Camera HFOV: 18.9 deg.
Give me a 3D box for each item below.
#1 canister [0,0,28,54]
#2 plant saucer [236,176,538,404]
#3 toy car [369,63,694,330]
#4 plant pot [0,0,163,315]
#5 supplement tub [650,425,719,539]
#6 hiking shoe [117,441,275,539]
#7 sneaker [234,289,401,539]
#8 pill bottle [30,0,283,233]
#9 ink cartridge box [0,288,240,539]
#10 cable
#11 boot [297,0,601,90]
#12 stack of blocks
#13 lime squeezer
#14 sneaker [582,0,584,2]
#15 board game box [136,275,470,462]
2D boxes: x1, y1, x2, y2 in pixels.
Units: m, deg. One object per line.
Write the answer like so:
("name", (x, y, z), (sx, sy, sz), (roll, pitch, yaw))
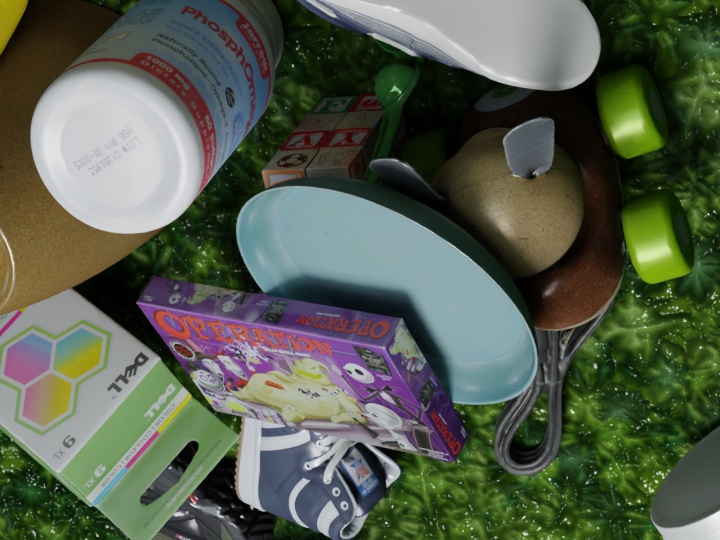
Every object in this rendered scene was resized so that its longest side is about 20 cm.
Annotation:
("canister", (-0.329, -0.161, 1.403), (0.198, 0.149, 0.087), (0, 138, 29))
("plant saucer", (0.019, 0.008, 1.279), (0.199, 0.028, 0.201), (24, 151, 14))
("toy car", (0.086, -0.055, 1.278), (0.163, 0.200, 0.159), (-17, 72, 20))
("plant pot", (-0.226, -0.055, 1.411), (0.185, 0.200, 0.188), (9, 121, 16))
("supplement tub", (0.294, 0.197, 1.395), (0.144, 0.145, 0.200), (-33, 103, 31))
("hiking shoe", (-0.159, 0.151, 1.572), (0.100, 0.076, 0.200), (-37, 102, 28))
("sneaker", (-0.028, 0.100, 1.488), (0.108, 0.070, 0.201), (26, 132, 26))
("pill bottle", (-0.117, -0.112, 1.339), (0.108, 0.200, 0.110), (9, 121, 15))
("ink cartridge box", (-0.189, 0.088, 1.479), (0.199, 0.104, 0.059), (35, 167, 34))
("cable", (0.125, 0.048, 1.450), (0.096, 0.051, 0.201), (-6, 129, 4))
("boot", (0.047, -0.158, 1.285), (0.199, 0.090, 0.073), (25, 86, 3))
("stack of blocks", (0.000, 0.000, 1.410), (0.058, 0.115, 0.202), (-1, 117, 20))
("lime squeezer", (0.012, -0.134, 1.344), (0.038, 0.070, 0.202), (-20, 70, 34))
("sneaker", (0.065, -0.219, 1.285), (0.077, 0.085, 0.201), (-24, 108, 29))
("board game box", (-0.037, 0.061, 1.368), (0.199, 0.032, 0.120), (9, 141, 36))
